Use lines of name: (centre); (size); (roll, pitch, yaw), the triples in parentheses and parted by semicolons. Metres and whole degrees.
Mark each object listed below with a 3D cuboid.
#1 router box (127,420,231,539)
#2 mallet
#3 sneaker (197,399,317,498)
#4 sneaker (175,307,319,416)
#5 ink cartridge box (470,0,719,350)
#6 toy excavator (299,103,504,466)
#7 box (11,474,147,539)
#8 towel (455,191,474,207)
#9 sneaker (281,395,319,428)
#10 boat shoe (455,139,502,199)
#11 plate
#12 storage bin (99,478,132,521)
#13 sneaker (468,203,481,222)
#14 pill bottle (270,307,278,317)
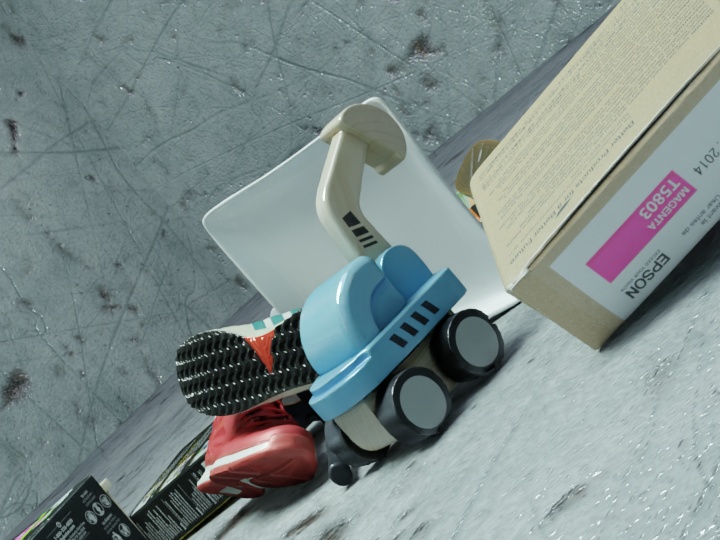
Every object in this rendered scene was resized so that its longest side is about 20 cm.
router box: (-0.145, 0.190, 1.411); (0.149, 0.051, 0.200); (-41, 4, 22)
mallet: (-0.014, 0.128, 1.103); (0.041, 0.066, 0.200); (-43, 19, 7)
sneaker: (-0.088, 0.118, 1.171); (0.200, 0.078, 0.116); (149, 127, -61)
sneaker: (-0.055, 0.068, 1.125); (0.199, 0.071, 0.093); (-19, -10, 37)
ink cartridge box: (0.162, -0.076, 0.851); (0.200, 0.075, 0.165); (-49, 21, 19)
toy excavator: (0.008, 0.004, 1.001); (0.194, 0.200, 0.100); (-45, 7, -34)
box: (-0.251, 0.277, 1.050); (0.200, 0.124, 0.149); (-39, 5, 25)
towel: (0.071, -0.018, 1.434); (0.200, 0.087, 0.018); (-35, -36, 31)
sneaker: (-0.023, 0.093, 1.258); (0.078, 0.079, 0.201); (-41, -19, -51)
boat shoe: (0.156, -0.070, 1.247); (0.074, 0.066, 0.200); (-63, 26, 5)
plate: (0.006, -0.019, 1.135); (0.199, 0.200, 0.032); (-32, 16, 30)
storage bin: (-0.294, 0.310, 1.259); (0.198, 0.094, 0.200); (-40, 5, 14)
sneaker: (0.124, -0.039, 1.161); (0.200, 0.070, 0.090); (-33, 23, 48)
pill bottle: (-0.004, 0.011, 1.566); (0.200, 0.111, 0.111); (-44, 6, -28)
